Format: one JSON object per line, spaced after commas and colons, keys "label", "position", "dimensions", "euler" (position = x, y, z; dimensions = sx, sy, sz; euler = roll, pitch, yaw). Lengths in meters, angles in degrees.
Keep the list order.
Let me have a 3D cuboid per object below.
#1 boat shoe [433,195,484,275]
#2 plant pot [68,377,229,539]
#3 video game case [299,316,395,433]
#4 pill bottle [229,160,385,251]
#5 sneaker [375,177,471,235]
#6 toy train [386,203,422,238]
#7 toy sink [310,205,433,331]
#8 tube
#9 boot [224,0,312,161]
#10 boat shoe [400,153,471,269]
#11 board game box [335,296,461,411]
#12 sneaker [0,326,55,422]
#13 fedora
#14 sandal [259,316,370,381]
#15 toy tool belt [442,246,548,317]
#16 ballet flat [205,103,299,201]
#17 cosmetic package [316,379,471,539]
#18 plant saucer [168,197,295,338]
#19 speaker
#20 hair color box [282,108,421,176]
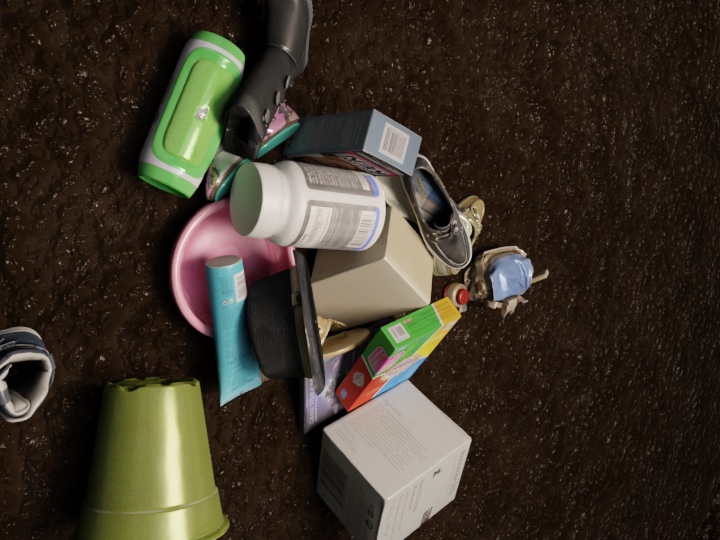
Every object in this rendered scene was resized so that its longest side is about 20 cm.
{"label": "boat shoe", "position": [0.194, -0.066, 1.222], "dimensions": [0.201, 0.062, 0.074], "euler": [-50, 128, -35]}
{"label": "plant pot", "position": [-0.268, 0.240, 0.841], "dimensions": [0.197, 0.198, 0.195], "euler": [3, 85, -40]}
{"label": "video game case", "position": [-0.021, 0.174, 1.098], "dimensions": [0.198, 0.019, 0.145], "euler": [-24, 133, -34]}
{"label": "pill bottle", "position": [-0.072, -0.089, 0.898], "dimensions": [0.197, 0.113, 0.117], "euler": [3, 96, -38]}
{"label": "sneaker", "position": [0.092, -0.117, 1.051], "dimensions": [0.199, 0.085, 0.075], "euler": [41, 103, -20]}
{"label": "toy train", "position": [0.069, -0.085, 1.120], "dimensions": [0.115, 0.084, 0.201], "euler": [-55, 127, -30]}
{"label": "toy sink", "position": [0.000, 0.000, 1.039], "dimensions": [0.130, 0.197, 0.114], "euler": [43, 42, -36]}
{"label": "tube", "position": [-0.176, 0.083, 0.901], "dimensions": [0.077, 0.050, 0.204], "euler": [-20, 114, -41]}
{"label": "boot", "position": [-0.127, -0.271, 0.856], "dimensions": [0.166, 0.064, 0.202], "euler": [86, 24, -54]}
{"label": "boat shoe", "position": [0.120, -0.081, 0.985], "dimensions": [0.069, 0.066, 0.203], "euler": [-24, 112, 4]}
{"label": "board game box", "position": [0.058, 0.136, 1.048], "dimensions": [0.151, 0.041, 0.201], "euler": [-21, 154, -37]}
{"label": "sneaker", "position": [-0.431, 0.130, 0.696], "dimensions": [0.200, 0.145, 0.078], "euler": [-28, 116, -31]}
{"label": "fedora", "position": [-0.106, 0.077, 0.904], "dimensions": [0.090, 0.201, 0.205], "euler": [-9, 107, -2]}
{"label": "sandal", "position": [-0.084, 0.103, 1.012], "dimensions": [0.208, 0.077, 0.071], "euler": [-20, 104, -19]}
{"label": "toy tool belt", "position": [0.269, 0.027, 1.277], "dimensions": [0.198, 0.122, 0.127], "euler": [-24, 112, -34]}
{"label": "ballet flat", "position": [-0.166, -0.178, 0.917], "dimensions": [0.071, 0.069, 0.201], "euler": [42, 59, -3]}
{"label": "cosmetic package", "position": [0.052, 0.328, 1.094], "dimensions": [0.198, 0.164, 0.167], "euler": [-23, 136, -34]}
{"label": "plant saucer", "position": [-0.186, -0.004, 0.937], "dimensions": [0.198, 0.050, 0.205], "euler": [-8, 103, -38]}
{"label": "speaker", "position": [-0.220, -0.202, 0.851], "dimensions": [0.088, 0.088, 0.204], "euler": [25, 82, -39]}
{"label": "hair color box", "position": [-0.017, -0.181, 0.948], "dimensions": [0.098, 0.198, 0.062], "euler": [20, 84, -39]}
